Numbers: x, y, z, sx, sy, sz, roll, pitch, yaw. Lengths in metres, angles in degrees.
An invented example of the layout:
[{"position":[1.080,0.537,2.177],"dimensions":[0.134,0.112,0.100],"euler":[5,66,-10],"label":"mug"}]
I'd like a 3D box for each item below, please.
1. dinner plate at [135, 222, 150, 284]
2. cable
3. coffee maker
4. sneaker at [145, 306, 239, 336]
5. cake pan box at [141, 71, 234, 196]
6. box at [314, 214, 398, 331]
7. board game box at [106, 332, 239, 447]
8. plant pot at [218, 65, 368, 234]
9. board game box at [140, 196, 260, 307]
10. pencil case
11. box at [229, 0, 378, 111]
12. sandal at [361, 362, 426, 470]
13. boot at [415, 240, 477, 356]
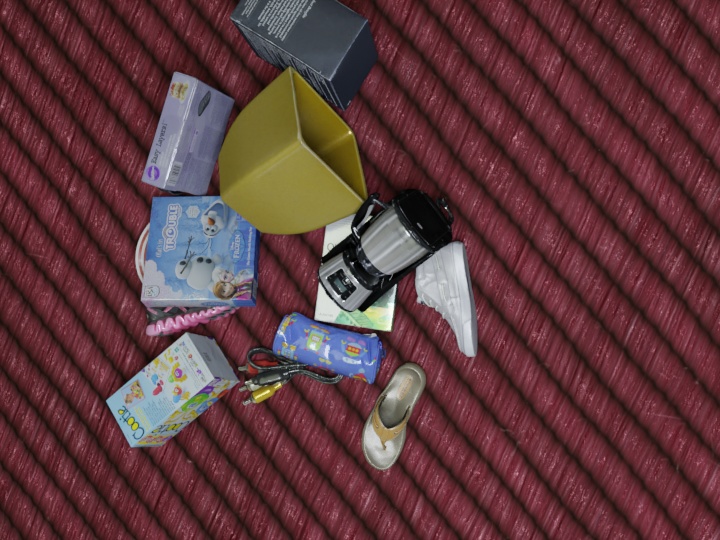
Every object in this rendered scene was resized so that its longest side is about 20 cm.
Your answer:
[{"position":[-0.311,-0.030,1.534],"dimensions":[0.198,0.024,0.202],"euler":[-1,71,4],"label":"dinner plate"},{"position":[-0.130,0.181,1.539],"dimensions":[0.198,0.050,0.098],"euler":[-11,73,-2],"label":"cable"},{"position":[0.048,-0.029,1.404],"dimensions":[0.200,0.191,0.135],"euler":[-38,66,28],"label":"coffee maker"},{"position":[-0.310,0.055,1.543],"dimensions":[0.198,0.079,0.096],"euler":[-17,78,9],"label":"sneaker"},{"position":[-0.297,-0.228,1.468],"dimensions":[0.052,0.184,0.202],"euler":[19,96,12],"label":"cake pan box"},{"position":[0.000,0.000,1.501],"dimensions":[0.143,0.036,0.202],"euler":[7,94,9],"label":"box"},{"position":[-0.338,0.218,1.523],"dimensions":[0.200,0.103,0.105],"euler":[-39,70,9],"label":"board game box"},{"position":[-0.129,-0.174,1.414],"dimensions":[0.199,0.194,0.197],"euler":[-30,46,20],"label":"plant pot"},{"position":[-0.281,-0.035,1.499],"dimensions":[0.197,0.043,0.202],"euler":[-1,69,5],"label":"board game box"},{"position":[-0.054,0.134,1.486],"dimensions":[0.198,0.078,0.088],"euler":[16,84,4],"label":"pencil case"},{"position":[-0.086,-0.390,1.414],"dimensions":[0.198,0.200,0.124],"euler":[34,91,6],"label":"box"},{"position":[0.056,0.259,1.491],"dimensions":[0.080,0.054,0.201],"euler":[24,96,8],"label":"sandal"},{"position":[0.147,0.054,1.467],"dimensions":[0.095,0.074,0.202],"euler":[-9,82,16],"label":"boot"}]
